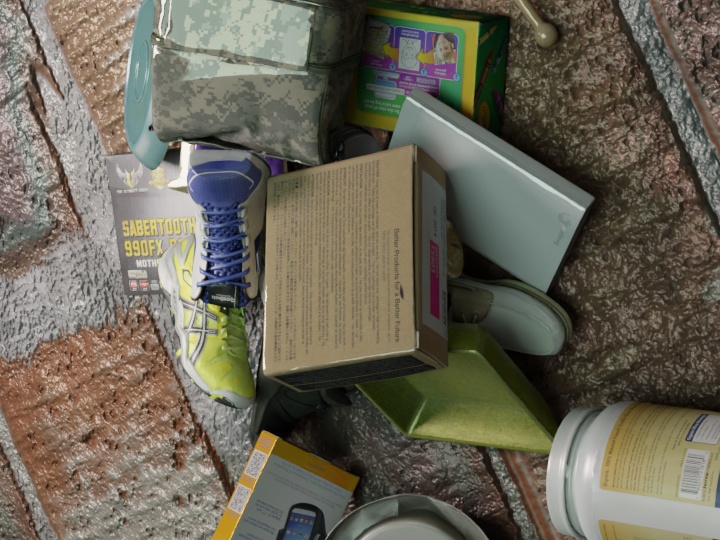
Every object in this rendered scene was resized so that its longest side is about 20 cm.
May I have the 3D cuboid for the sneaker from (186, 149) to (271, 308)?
[{"bbox_3d":[-0.126,-0.030,1.703,0.080,0.200,0.116,0,65,-2],"label":"sneaker"}]

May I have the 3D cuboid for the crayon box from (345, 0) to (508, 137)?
[{"bbox_3d":[0.043,-0.198,1.714,0.199,0.058,0.120,13,110,31],"label":"crayon box"}]

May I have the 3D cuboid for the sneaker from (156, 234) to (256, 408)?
[{"bbox_3d":[-0.151,0.048,1.815,0.076,0.075,0.201,-37,65,31],"label":"sneaker"}]

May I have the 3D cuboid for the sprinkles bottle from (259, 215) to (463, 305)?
[{"bbox_3d":[0.000,0.000,1.713,0.198,0.068,0.069,-16,93,25],"label":"sprinkles bottle"}]

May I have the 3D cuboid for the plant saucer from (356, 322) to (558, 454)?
[{"bbox_3d":[0.085,0.105,1.715,0.199,0.048,0.200,4,149,37],"label":"plant saucer"}]

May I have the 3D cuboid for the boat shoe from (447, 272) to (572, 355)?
[{"bbox_3d":[0.110,0.045,1.717,0.199,0.068,0.075,18,128,33],"label":"boat shoe"}]

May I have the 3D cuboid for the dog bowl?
[{"bbox_3d":[0.051,0.322,1.799,0.198,0.059,0.202,1,98,5],"label":"dog bowl"}]

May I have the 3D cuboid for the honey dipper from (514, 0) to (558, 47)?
[{"bbox_3d":[0.125,-0.295,1.650,0.038,0.038,0.201,-40,82,35],"label":"honey dipper"}]

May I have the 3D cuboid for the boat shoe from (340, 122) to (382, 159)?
[{"bbox_3d":[-0.013,-0.056,1.787,0.066,0.071,0.202,-132,32,-55],"label":"boat shoe"}]

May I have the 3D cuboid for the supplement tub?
[{"bbox_3d":[0.284,0.196,1.600,0.198,0.144,0.146,6,106,33],"label":"supplement tub"}]

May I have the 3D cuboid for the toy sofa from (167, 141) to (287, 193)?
[{"bbox_3d":[-0.130,-0.173,1.785,0.097,0.083,0.202,-2,81,36],"label":"toy sofa"}]

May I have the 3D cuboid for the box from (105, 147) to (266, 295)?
[{"bbox_3d":[-0.181,-0.056,1.908,0.199,0.048,0.160,-1,100,35],"label":"box"}]

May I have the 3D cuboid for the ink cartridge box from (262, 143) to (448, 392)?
[{"bbox_3d":[-0.004,0.000,1.629,0.163,0.075,0.202,-9,68,26],"label":"ink cartridge box"}]

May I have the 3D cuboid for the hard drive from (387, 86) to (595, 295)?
[{"bbox_3d":[0.115,-0.074,1.669,0.199,0.026,0.132,33,141,12],"label":"hard drive"}]

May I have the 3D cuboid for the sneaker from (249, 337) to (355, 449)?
[{"bbox_3d":[-0.059,0.134,1.858,0.113,0.077,0.200,10,137,-5],"label":"sneaker"}]

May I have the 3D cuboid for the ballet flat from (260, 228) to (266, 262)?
[{"bbox_3d":[-0.066,0.012,1.835,0.069,0.069,0.201,29,141,25],"label":"ballet flat"}]

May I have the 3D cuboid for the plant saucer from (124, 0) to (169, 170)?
[{"bbox_3d":[-0.219,-0.207,1.835,0.200,0.027,0.202,-174,90,-72],"label":"plant saucer"}]

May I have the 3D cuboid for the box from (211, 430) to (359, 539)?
[{"bbox_3d":[-0.093,0.284,1.845,0.041,0.119,0.201,18,80,57],"label":"box"}]

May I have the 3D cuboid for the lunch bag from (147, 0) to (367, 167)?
[{"bbox_3d":[-0.103,-0.191,1.671,0.198,0.139,0.169,11,104,11],"label":"lunch bag"}]
